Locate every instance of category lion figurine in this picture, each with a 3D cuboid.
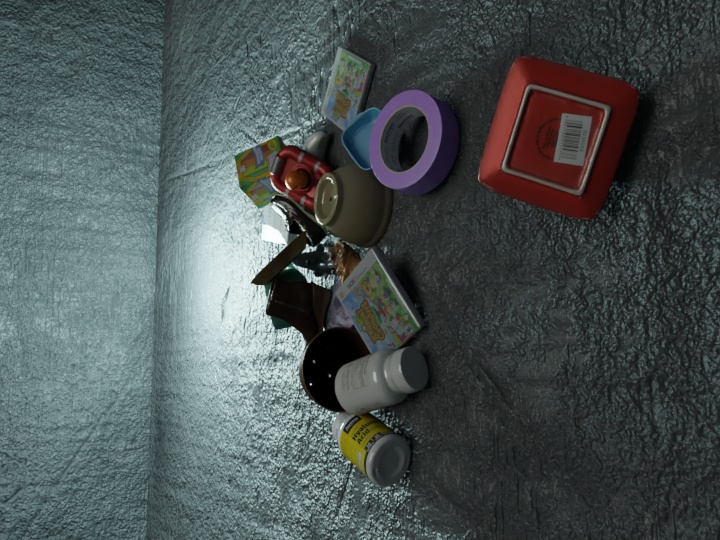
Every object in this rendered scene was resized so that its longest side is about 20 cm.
[{"bbox_3d":[0.000,0.000,1.580,0.195,0.072,0.127,9,83,37],"label":"lion figurine"}]

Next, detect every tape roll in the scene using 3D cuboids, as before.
[{"bbox_3d":[0.109,-0.266,1.382,0.196,0.065,0.208,-9,76,42],"label":"tape roll"}]

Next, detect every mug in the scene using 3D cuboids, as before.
[{"bbox_3d":[-0.197,0.058,1.821,0.152,0.111,0.192,-99,-2,-88],"label":"mug"}]

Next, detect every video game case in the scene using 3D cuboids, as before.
[{"bbox_3d":[-0.046,0.095,1.689,0.201,0.018,0.146,-51,45,43],"label":"video game case"},{"bbox_3d":[0.038,0.083,1.464,0.203,0.022,0.183,58,137,16],"label":"video game case"},{"bbox_3d":[-0.036,-0.472,1.739,0.200,0.021,0.187,48,126,51],"label":"video game case"}]

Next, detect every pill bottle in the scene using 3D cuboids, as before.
[{"bbox_3d":[0.016,0.380,1.460,0.198,0.108,0.115,20,103,58],"label":"pill bottle"},{"bbox_3d":[0.046,0.232,1.413,0.198,0.112,0.118,-27,63,42],"label":"pill bottle"}]

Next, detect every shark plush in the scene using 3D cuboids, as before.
[{"bbox_3d":[-0.114,-0.011,1.752,0.199,0.081,0.094,33,113,56],"label":"shark plush"}]

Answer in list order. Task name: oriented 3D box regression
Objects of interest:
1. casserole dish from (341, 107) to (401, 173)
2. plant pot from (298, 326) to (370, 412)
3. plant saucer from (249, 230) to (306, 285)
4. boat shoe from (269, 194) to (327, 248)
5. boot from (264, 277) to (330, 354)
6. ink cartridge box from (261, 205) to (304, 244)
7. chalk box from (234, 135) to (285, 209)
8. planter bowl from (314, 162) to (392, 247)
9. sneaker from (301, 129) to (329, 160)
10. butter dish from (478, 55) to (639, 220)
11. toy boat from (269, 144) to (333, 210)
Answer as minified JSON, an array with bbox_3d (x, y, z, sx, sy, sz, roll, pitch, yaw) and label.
[{"bbox_3d":[0.029,-0.300,1.552,0.120,0.039,0.202,-39,47,8],"label":"casserole dish"},{"bbox_3d":[-0.076,0.244,1.594,0.200,0.181,0.194,148,121,-68],"label":"plant pot"},{"bbox_3d":[-0.203,-0.023,1.715,0.036,0.200,0.200,46,140,-3],"label":"plant saucer"},{"bbox_3d":[-0.180,-0.138,1.811,0.200,0.063,0.074,38,155,20],"label":"boat shoe"},{"bbox_3d":[-0.173,0.122,1.719,0.072,0.161,0.206,-139,61,-62],"label":"boot"},{"bbox_3d":[-0.224,-0.139,1.969,0.198,0.065,0.120,14,98,59],"label":"ink cartridge box"},{"bbox_3d":[-0.252,-0.296,1.946,0.195,0.124,0.127,-24,59,11],"label":"chalk box"},{"bbox_3d":[-0.030,-0.164,1.585,0.198,0.131,0.208,-14,74,58],"label":"planter bowl"},{"bbox_3d":[-0.130,-0.293,1.838,0.081,0.076,0.203,42,121,25],"label":"sneaker"},{"bbox_3d":[0.305,-0.203,1.029,0.194,0.147,0.206,20,105,16],"label":"butter dish"},{"bbox_3d":[-0.158,-0.239,1.749,0.196,0.131,0.133,28,109,8],"label":"toy boat"}]
